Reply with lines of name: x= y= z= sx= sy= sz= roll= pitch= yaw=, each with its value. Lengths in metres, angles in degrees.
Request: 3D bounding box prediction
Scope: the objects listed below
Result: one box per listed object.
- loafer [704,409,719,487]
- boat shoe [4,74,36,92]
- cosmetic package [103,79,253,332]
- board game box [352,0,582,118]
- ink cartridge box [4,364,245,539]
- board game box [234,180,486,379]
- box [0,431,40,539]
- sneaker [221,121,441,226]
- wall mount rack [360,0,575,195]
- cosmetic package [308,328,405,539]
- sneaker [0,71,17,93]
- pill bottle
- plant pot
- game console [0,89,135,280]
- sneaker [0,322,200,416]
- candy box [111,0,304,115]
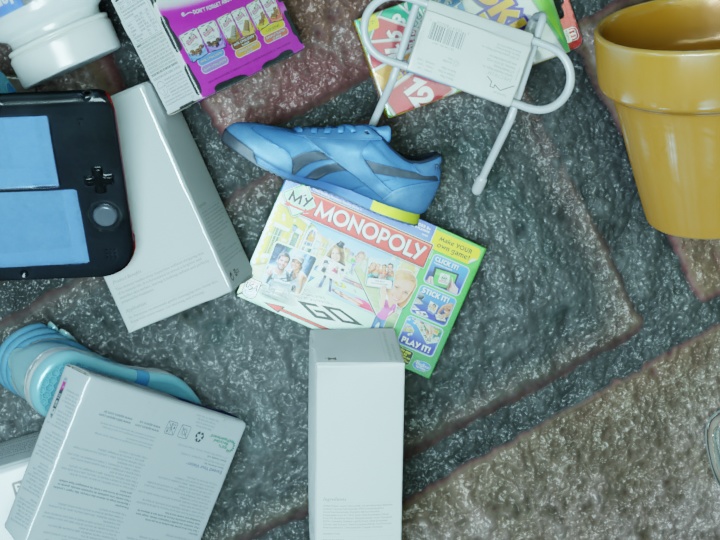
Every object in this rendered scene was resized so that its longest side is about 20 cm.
loafer: x=0.393 y=0.224 z=1.597 sx=0.072 sy=0.063 sz=0.201 roll=-26 pitch=97 yaw=-1
boat shoe: x=-0.386 y=-0.164 z=1.490 sx=0.199 sy=0.072 sz=0.060 roll=-4 pitch=81 yaw=-11
cosmetic package: x=-0.190 y=-0.060 z=1.499 sx=0.112 sy=0.081 sz=0.201 roll=-20 pitch=96 yaw=15
board game box: x=0.102 y=-0.219 z=1.548 sx=0.199 sy=0.030 sz=0.096 roll=-21 pitch=98 yaw=-5
ink cartridge box: x=-0.210 y=0.199 z=1.453 sx=0.196 sy=0.043 sz=0.201 roll=24 pitch=87 yaw=-48
board game box: x=0.000 y=0.000 z=1.559 sx=0.199 sy=0.029 sz=0.135 roll=23 pitch=94 yaw=-7
box: x=-0.342 y=0.271 z=1.505 sx=0.198 sy=0.131 sz=0.201 roll=-16 pitch=97 yaw=-3
sneaker: x=-0.023 y=-0.107 z=1.495 sx=0.199 sy=0.066 sz=0.079 roll=19 pitch=103 yaw=-12
wall mount rack: x=0.083 y=-0.167 z=1.507 sx=0.199 sy=0.075 sz=0.175 roll=18 pitch=94 yaw=-7
cosmetic package: x=-0.006 y=0.162 z=1.521 sx=0.084 sy=0.108 sz=0.201 roll=1 pitch=107 yaw=-4
sneaker: x=-0.339 y=-0.084 z=1.464 sx=0.130 sy=0.080 sz=0.201 roll=-20 pitch=130 yaw=2
pill bottle: x=-0.292 y=-0.269 z=1.465 sx=0.113 sy=0.114 sz=0.201 roll=-24 pitch=97 yaw=-2
plant pot: x=0.315 y=-0.135 z=1.503 sx=0.199 sy=0.200 sz=0.184 roll=-9 pitch=112 yaw=-4
game console: x=-0.296 y=-0.069 z=1.415 sx=0.199 sy=0.031 sz=0.178 roll=-2 pitch=127 yaw=2
sneaker: x=-0.241 y=0.102 z=1.522 sx=0.200 sy=0.130 sz=0.080 roll=31 pitch=85 yaw=-43
candy box: x=-0.152 y=-0.255 z=1.472 sx=0.136 sy=0.061 sz=0.201 roll=-32 pitch=100 yaw=-41
